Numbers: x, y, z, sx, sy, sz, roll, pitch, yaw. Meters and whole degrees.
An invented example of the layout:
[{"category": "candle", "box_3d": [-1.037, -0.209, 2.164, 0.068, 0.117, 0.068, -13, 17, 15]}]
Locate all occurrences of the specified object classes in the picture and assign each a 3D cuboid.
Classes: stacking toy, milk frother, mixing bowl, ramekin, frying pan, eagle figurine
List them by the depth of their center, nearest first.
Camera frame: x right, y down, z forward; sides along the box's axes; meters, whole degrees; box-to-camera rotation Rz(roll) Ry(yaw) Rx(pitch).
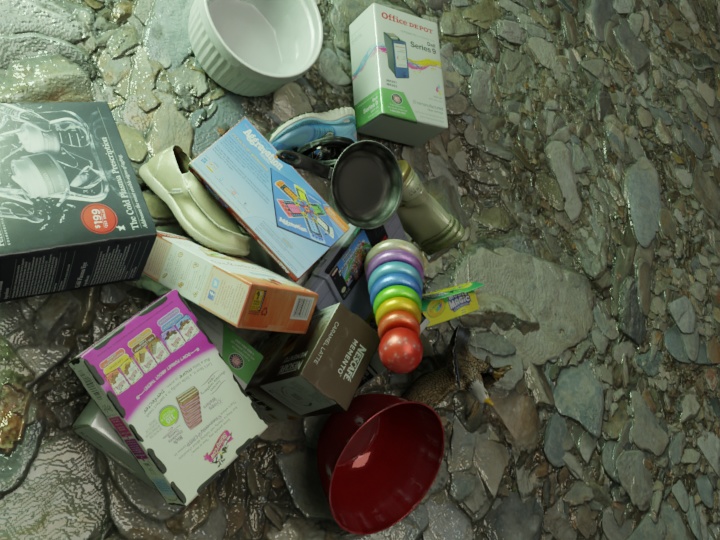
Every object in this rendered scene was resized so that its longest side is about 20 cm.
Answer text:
[{"category": "stacking toy", "box_3d": [0.045, 0.049, 0.923, 0.085, 0.085, 0.202, 35, 30, -23]}, {"category": "frying pan", "box_3d": [-0.024, -0.108, 0.952, 0.187, 0.031, 0.118, -12, 100, -29]}, {"category": "milk frother", "box_3d": [-0.080, -0.068, 1.014, 0.179, 0.199, 0.191, -23, 91, -41]}, {"category": "mixing bowl", "box_3d": [0.012, 0.252, 1.025, 0.197, 0.108, 0.204, -16, 118, -31]}, {"category": "ramekin", "box_3d": [-0.164, -0.362, 1.092, 0.197, 0.104, 0.205, 10, 72, -33]}, {"category": "eagle figurine", "box_3d": [0.152, 0.165, 1.145, 0.197, 0.149, 0.155, 12, 81, -40]}]

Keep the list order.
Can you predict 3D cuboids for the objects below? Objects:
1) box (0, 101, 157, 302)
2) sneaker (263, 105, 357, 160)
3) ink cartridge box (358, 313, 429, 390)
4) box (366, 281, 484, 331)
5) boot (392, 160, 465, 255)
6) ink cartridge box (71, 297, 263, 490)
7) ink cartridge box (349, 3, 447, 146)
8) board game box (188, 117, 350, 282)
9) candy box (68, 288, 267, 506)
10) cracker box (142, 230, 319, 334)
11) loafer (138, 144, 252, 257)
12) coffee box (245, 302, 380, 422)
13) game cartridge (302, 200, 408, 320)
[{"category": "box", "box_3d": [-0.360, -0.084, 0.839, 0.180, 0.104, 0.203, -12, 66, -36]}, {"category": "sneaker", "box_3d": [-0.072, -0.196, 1.131, 0.198, 0.078, 0.092, -22, 93, -37]}, {"category": "ink cartridge box", "box_3d": [0.017, 0.127, 1.038, 0.039, 0.200, 0.099, 44, 53, 2]}, {"category": "box", "box_3d": [0.089, 0.062, 1.098, 0.116, 0.199, 0.049, -14, 85, -36]}, {"category": "boot", "box_3d": [0.060, -0.092, 1.127, 0.154, 0.199, 0.073, 41, 71, -23]}, {"category": "ink cartridge box", "box_3d": [-0.236, 0.152, 0.909, 0.145, 0.087, 0.202, 42, 59, -19]}, {"category": "ink cartridge box", "box_3d": [0.064, -0.335, 1.252, 0.143, 0.087, 0.204, 6, 72, -34]}, {"category": "board game box", "box_3d": [-0.116, -0.092, 0.932, 0.200, 0.019, 0.103, 46, 68, 1]}, {"category": "candy box", "box_3d": [-0.217, 0.145, 0.833, 0.136, 0.061, 0.202, -39, 101, -37]}, {"category": "cracker box", "box_3d": [-0.168, 0.013, 0.907, 0.133, 0.198, 0.059, 13, 99, -57]}, {"category": "loafer", "box_3d": [-0.211, -0.095, 0.950, 0.199, 0.069, 0.075, 41, 13, 17]}, {"category": "coffee box", "box_3d": [-0.075, 0.127, 0.961, 0.079, 0.199, 0.115, 40, 58, -19]}, {"category": "game cartridge", "box_3d": [0.000, 0.000, 1.023, 0.201, 0.038, 0.131, -54, 143, -26]}]
